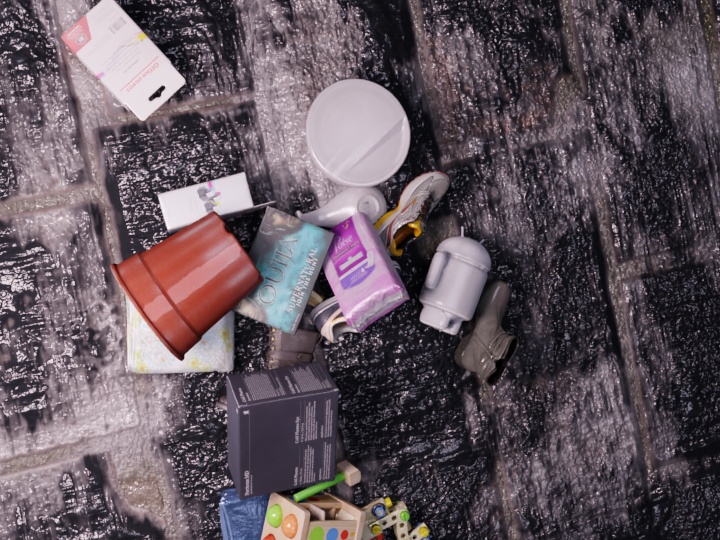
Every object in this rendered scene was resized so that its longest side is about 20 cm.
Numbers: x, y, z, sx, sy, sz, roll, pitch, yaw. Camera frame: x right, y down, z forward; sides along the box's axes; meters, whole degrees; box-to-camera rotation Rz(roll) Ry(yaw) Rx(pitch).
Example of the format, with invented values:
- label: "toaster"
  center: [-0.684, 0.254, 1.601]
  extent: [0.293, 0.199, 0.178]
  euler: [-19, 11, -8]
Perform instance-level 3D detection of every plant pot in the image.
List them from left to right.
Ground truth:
- label: "plant pot"
  center: [-0.283, 0.015, 1.308]
  extent: [0.194, 0.201, 0.202]
  euler: [-36, 98, -8]

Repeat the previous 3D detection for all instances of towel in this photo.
- label: "towel"
  center: [-0.334, 0.102, 1.427]
  extent: [0.197, 0.048, 0.174]
  euler: [0, 93, -12]
- label: "towel"
  center: [-0.204, 0.512, 1.457]
  extent: [0.110, 0.049, 0.203]
  euler: [-8, 92, -13]

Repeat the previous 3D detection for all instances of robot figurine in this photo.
- label: "robot figurine"
  center: [0.185, 0.020, 1.501]
  extent: [0.169, 0.112, 0.202]
  euler: [27, 83, -51]

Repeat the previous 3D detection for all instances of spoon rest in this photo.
- label: "spoon rest"
  center: [-0.038, -0.112, 1.489]
  extent: [0.198, 0.060, 0.101]
  euler: [-12, 95, -25]

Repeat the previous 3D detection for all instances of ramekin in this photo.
- label: "ramekin"
  center: [-0.010, -0.250, 1.459]
  extent: [0.200, 0.094, 0.205]
  euler: [1, 84, -10]

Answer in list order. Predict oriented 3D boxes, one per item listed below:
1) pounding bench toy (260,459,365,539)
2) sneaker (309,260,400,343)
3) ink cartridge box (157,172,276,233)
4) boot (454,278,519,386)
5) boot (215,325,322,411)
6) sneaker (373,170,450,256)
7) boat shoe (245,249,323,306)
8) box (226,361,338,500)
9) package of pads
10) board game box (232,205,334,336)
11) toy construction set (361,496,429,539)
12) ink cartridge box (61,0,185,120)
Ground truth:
- label: "pounding bench toy"
  center: [-0.090, 0.450, 1.415]
  extent: [0.155, 0.124, 0.203]
  euler: [14, 86, -36]
- label: "sneaker"
  center: [0.005, 0.065, 1.473]
  extent: [0.199, 0.079, 0.080]
  euler: [-35, 61, -2]
- label: "ink cartridge box"
  center: [-0.262, -0.127, 1.403]
  extent: [0.198, 0.115, 0.069]
  euler: [-16, 93, -12]
- label: "boot"
  center: [0.272, 0.122, 1.508]
  extent: [0.067, 0.130, 0.202]
  euler: [26, 87, -28]
- label: "boot"
  center: [-0.171, 0.185, 1.456]
  extent: [0.198, 0.069, 0.177]
  euler: [4, 89, -23]
- label: "sneaker"
  center: [0.109, -0.105, 1.491]
  extent: [0.201, 0.082, 0.078]
  euler: [-51, 132, -4]
- label: "boat shoe"
  center: [-0.166, 0.023, 1.450]
  extent: [0.199, 0.073, 0.064]
  euler: [28, 92, -8]
- label: "box"
  center: [-0.142, 0.284, 1.378]
  extent: [0.180, 0.104, 0.202]
  euler: [-6, 115, -22]
- label: "package of pads"
  center: [0.000, 0.000, 1.413]
  extent: [0.120, 0.076, 0.201]
  euler: [-32, 55, 10]
- label: "board game box"
  center: [-0.144, 0.001, 1.402]
  extent: [0.134, 0.028, 0.202]
  euler: [22, 89, 0]
- label: "toy construction set"
  center: [0.033, 0.520, 1.493]
  extent: [0.199, 0.092, 0.132]
  euler: [-27, 96, -22]
- label: "ink cartridge box"
  center: [-0.422, -0.374, 1.390]
  extent: [0.116, 0.067, 0.200]
  euler: [-44, 97, -8]
